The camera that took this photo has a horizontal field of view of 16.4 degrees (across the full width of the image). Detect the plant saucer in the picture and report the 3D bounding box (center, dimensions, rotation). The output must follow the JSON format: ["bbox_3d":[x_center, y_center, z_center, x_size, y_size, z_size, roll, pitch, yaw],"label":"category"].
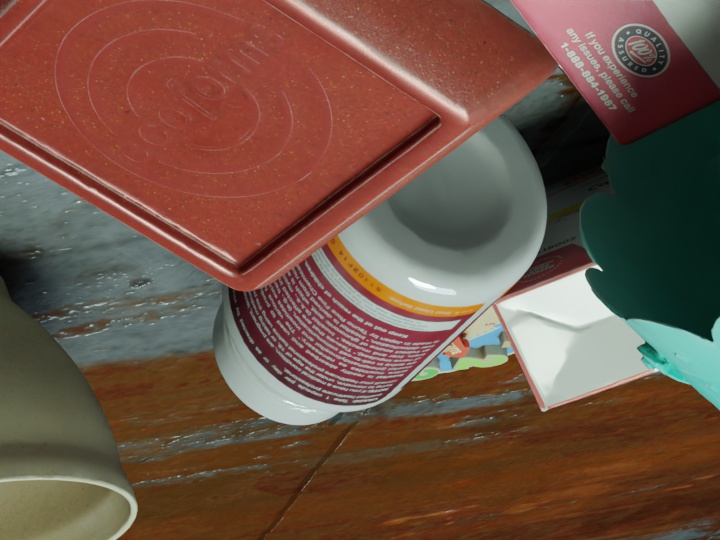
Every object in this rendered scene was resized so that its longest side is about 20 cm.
[{"bbox_3d":[-0.061,-0.073,0.949,0.199,0.037,0.199,32,139,-22],"label":"plant saucer"}]

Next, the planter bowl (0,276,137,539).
[{"bbox_3d":[-0.220,0.076,1.225,0.199,0.135,0.200,-13,161,-5],"label":"planter bowl"}]

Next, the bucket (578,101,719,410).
[{"bbox_3d":[0.193,-0.015,0.871,0.207,0.208,0.135,-26,119,29],"label":"bucket"}]

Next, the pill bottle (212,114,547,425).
[{"bbox_3d":[0.000,0.000,1.211,0.112,0.114,0.200,-4,157,-27],"label":"pill bottle"}]

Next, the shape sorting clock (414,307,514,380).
[{"bbox_3d":[0.042,0.027,1.422,0.199,0.039,0.200,-13,160,-5],"label":"shape sorting clock"}]

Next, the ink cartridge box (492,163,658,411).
[{"bbox_3d":[0.144,-0.013,1.267,0.116,0.068,0.200,-21,-165,19],"label":"ink cartridge box"}]

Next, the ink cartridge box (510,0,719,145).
[{"bbox_3d":[0.136,-0.154,0.842,0.199,0.085,0.145,-26,119,29],"label":"ink cartridge box"}]

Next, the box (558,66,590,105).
[{"bbox_3d":[0.174,-0.136,0.968,0.199,0.100,0.075,-27,121,30],"label":"box"}]
